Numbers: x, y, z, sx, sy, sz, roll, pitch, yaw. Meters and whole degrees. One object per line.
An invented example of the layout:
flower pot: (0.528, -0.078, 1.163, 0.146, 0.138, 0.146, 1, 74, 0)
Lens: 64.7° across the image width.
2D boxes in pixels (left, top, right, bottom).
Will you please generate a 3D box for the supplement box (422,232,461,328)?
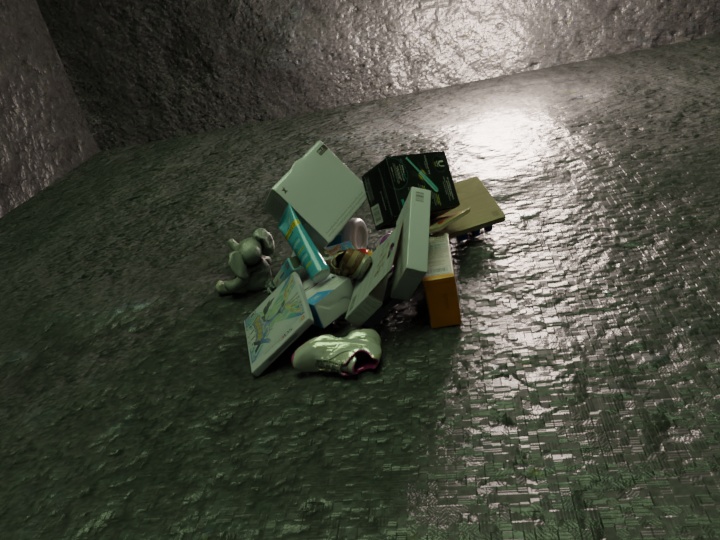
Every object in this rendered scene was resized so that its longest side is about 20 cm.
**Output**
supplement box: (0.182, 0.019, 1.303, 0.072, 0.129, 0.201, -9, 28, 10)

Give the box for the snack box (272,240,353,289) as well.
snack box: (-0.118, -0.011, 1.461, 0.197, 0.116, 0.038, -18, 70, -37)

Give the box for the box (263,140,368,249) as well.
box: (-0.112, -0.186, 1.486, 0.200, 0.200, 0.131, -49, 5, -24)

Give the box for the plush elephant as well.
plush elephant: (-0.310, -0.025, 1.559, 0.197, 0.158, 0.164, 11, 37, 38)

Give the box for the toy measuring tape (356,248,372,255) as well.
toy measuring tape: (0.000, 0.000, 1.478, 0.072, 0.075, 0.201, -4, 32, 15)

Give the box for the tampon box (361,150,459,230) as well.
tampon box: (0.129, -0.206, 1.461, 0.196, 0.154, 0.126, -12, -6, -33)

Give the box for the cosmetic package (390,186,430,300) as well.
cosmetic package: (0.112, -0.057, 1.269, 0.050, 0.151, 0.204, 10, 63, -8)

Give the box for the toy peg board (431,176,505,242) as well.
toy peg board: (0.281, -0.148, 1.614, 0.195, 0.099, 0.201, -17, 45, -4)

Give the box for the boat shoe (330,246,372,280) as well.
boat shoe: (-0.032, -0.019, 1.348, 0.077, 0.071, 0.200, -61, 10, -17)

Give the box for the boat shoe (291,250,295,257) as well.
boat shoe: (-0.136, -0.055, 1.545, 0.065, 0.070, 0.204, 5, 65, 23)

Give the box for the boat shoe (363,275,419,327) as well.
boat shoe: (0.061, 0.056, 1.349, 0.199, 0.074, 0.068, -43, 31, -17)

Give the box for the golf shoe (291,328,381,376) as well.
golf shoe: (-0.049, 0.180, 1.179, 0.195, 0.077, 0.092, -14, 32, 1)

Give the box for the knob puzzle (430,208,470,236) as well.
knob puzzle: (0.165, -0.098, 1.461, 0.215, 0.031, 0.220, -22, 8, 3)

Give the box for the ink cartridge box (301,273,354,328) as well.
ink cartridge box: (-0.109, 0.063, 1.370, 0.115, 0.068, 0.198, -36, 25, -27)

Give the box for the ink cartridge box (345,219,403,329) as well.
ink cartridge box: (0.045, 0.006, 1.250, 0.174, 0.043, 0.202, -47, 15, 34)

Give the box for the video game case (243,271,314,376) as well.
video game case: (-0.192, 0.116, 1.299, 0.182, 0.022, 0.201, -44, 32, 10)

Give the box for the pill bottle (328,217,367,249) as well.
pill bottle: (-0.085, -0.095, 1.634, 0.196, 0.113, 0.111, 3, 32, 27)

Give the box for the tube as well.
tube: (-0.140, -0.062, 1.363, 0.050, 0.078, 0.202, -3, 51, -47)

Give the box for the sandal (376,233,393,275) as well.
sandal: (0.075, -0.035, 1.489, 0.050, 0.082, 0.204, -44, 13, 41)
